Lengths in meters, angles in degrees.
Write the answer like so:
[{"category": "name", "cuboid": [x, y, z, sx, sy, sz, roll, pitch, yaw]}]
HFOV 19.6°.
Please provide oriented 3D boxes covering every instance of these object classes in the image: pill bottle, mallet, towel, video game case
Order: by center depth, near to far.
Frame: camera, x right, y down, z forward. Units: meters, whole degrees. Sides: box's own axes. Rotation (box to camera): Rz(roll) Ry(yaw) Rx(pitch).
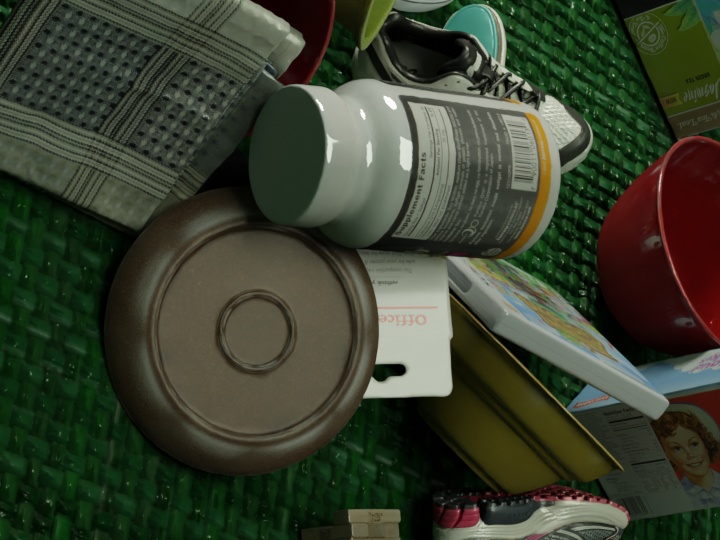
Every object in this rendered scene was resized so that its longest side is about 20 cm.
[{"category": "towel", "cuboid": [-0.153, -0.117, 1.368, 0.200, 0.193, 0.035, 25, 21, -40]}, {"category": "pill bottle", "cuboid": [0.031, -0.070, 1.439, 0.200, 0.116, 0.117, 4, 75, -35]}, {"category": "mallet", "cuboid": [-0.115, 0.004, 1.468, 0.066, 0.041, 0.200, 14, 72, -44]}, {"category": "video game case", "cuboid": [0.130, 0.030, 1.632, 0.200, 0.182, 0.022, 29, 102, -38]}]

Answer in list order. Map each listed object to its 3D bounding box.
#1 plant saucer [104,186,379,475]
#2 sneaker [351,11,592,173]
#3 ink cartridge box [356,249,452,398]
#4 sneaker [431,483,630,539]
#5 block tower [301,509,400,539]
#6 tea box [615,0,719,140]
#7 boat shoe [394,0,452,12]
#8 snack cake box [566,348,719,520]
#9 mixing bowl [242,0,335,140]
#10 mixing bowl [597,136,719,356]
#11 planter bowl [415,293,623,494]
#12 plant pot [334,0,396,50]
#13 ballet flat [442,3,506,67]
[{"category": "plant saucer", "cuboid": [-0.075, 0.042, 1.435, 0.200, 0.032, 0.201, 0, 89, -21]}, {"category": "sneaker", "cuboid": [0.089, -0.135, 1.615, 0.200, 0.088, 0.076, 21, 65, 0]}, {"category": "ink cartridge box", "cuboid": [0.000, 0.000, 1.533, 0.116, 0.067, 0.200, 0, 76, -17]}, {"category": "sneaker", "cuboid": [0.128, 0.207, 1.636, 0.200, 0.081, 0.075, 1, 95, -40]}, {"category": "block tower", "cuboid": [0.001, 0.273, 1.492, 0.054, 0.058, 0.200, 6, 76, -45]}, {"category": "tea box", "cuboid": [0.355, -0.257, 1.960, 0.200, 0.133, 0.197, -35, 103, -45]}, {"category": "boat shoe", "cuboid": [0.023, -0.263, 1.665, 0.200, 0.066, 0.070, 21, 64, -41]}, {"category": "snack cake box", "cuboid": [0.280, 0.131, 1.717, 0.067, 0.200, 0.115, -42, 109, -44]}, {"category": "mixing bowl", "cuboid": [-0.130, -0.187, 1.422, 0.200, 0.200, 0.108, 25, 20, -39]}, {"category": "mixing bowl", "cuboid": [0.275, -0.003, 1.804, 0.200, 0.108, 0.201, 25, 55, -41]}, {"category": "planter bowl", "cuboid": [0.102, 0.110, 1.593, 0.083, 0.200, 0.200, -45, 118, 0]}, {"category": "plant pot", "cuboid": [-0.042, -0.290, 1.503, 0.190, 0.200, 0.200, 26, 53, 3]}, {"category": "ballet flat", "cuboid": [0.086, -0.118, 1.698, 0.069, 0.069, 0.200, 27, 58, -38]}]
